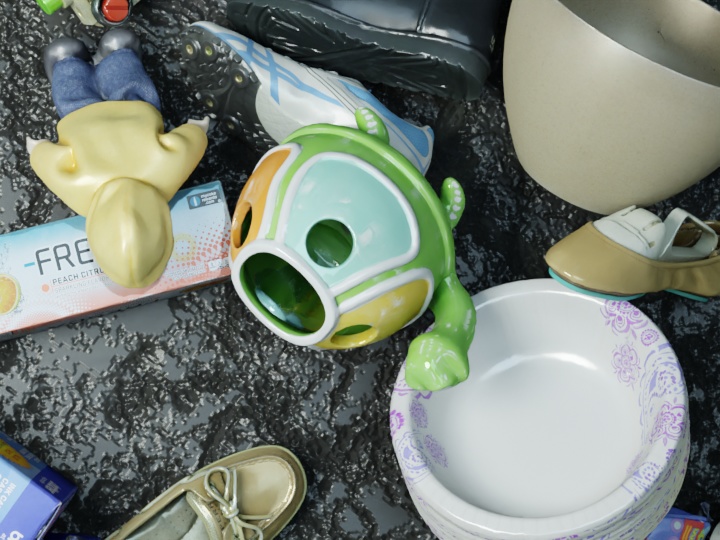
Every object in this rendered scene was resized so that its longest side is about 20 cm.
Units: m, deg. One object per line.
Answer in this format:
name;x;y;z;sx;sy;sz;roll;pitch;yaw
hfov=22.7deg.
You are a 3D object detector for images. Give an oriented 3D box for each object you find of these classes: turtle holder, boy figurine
turtle holder;-0.010;-0.001;1.203;0.132;0.140;0.186;-46;115;-45
boy figurine;-0.158;-0.076;1.201;0.123;0.065;0.201;-12;53;-11

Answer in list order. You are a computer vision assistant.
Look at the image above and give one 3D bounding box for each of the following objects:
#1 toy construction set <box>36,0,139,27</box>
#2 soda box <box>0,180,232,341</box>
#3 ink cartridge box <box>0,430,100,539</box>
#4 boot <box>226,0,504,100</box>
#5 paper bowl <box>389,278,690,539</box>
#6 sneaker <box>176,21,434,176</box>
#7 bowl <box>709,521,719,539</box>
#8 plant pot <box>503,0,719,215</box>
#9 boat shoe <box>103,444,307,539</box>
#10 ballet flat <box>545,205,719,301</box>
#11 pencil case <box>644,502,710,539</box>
toy construction set;-0.183;-0.249;1.249;0.199;0.092;0.131;-36;115;-3
soda box;-0.185;-0.003;1.239;0.199;0.064;0.069;-14;86;-10
ink cartridge box;-0.264;0.136;1.176;0.200;0.136;0.077;38;86;-3
boot;0.021;-0.222;1.288;0.199;0.077;0.169;14;68;10
paper bowl;0.125;0.114;1.227;0.199;0.105;0.202;-6;55;8
sneaker;-0.039;-0.119;1.277;0.199;0.072;0.073;31;49;1
bowl;0.303;0.217;1.252;0.107;0.200;0.202;2;82;31
plant pot;0.178;-0.120;1.257;0.199;0.201;0.135;24;117;-5
boat shoe;-0.124;0.185;1.229;0.200;0.063;0.074;-25;89;-10
ballet flat;0.198;-0.017;1.248;0.069;0.199;0.063;36;110;33
pencil case;0.200;0.261;1.263;0.078;0.087;0.202;1;81;35
